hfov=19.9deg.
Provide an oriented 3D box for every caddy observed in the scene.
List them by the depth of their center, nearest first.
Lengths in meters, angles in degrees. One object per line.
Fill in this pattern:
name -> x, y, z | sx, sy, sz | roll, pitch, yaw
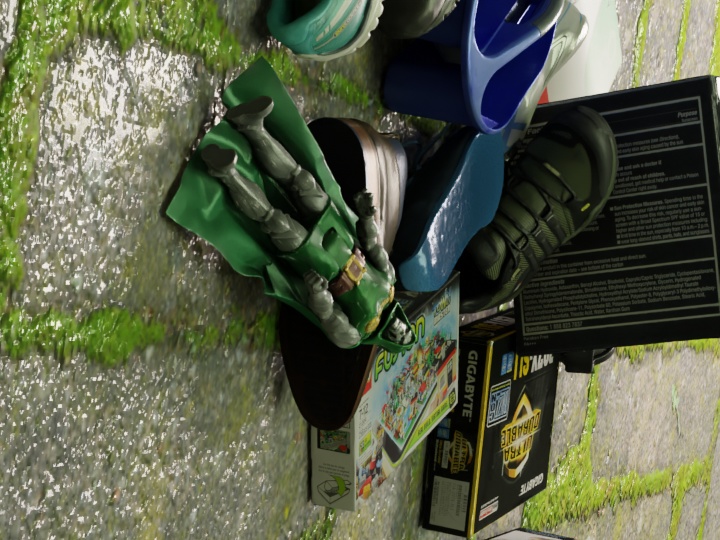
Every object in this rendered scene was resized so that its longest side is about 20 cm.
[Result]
caddy -> 0.089, -0.183, 1.443 | 0.200, 0.105, 0.142 | -56, 146, -47

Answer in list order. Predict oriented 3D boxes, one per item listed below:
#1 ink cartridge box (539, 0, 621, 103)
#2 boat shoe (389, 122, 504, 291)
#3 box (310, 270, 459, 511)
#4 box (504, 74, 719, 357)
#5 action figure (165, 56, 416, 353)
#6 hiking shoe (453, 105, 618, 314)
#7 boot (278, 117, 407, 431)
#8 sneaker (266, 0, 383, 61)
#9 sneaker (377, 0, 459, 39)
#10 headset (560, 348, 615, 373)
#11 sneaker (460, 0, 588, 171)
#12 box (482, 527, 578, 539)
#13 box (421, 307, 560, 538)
ink cartridge box -> 0.167, -0.179, 1.722 | 0.161, 0.050, 0.200 | 77, 28, -43
boat shoe -> 0.047, -0.054, 1.446 | 0.200, 0.068, 0.085 | -46, 131, -57
box -> 0.020, 0.080, 1.466 | 0.200, 0.035, 0.111 | -39, 134, -59
box -> 0.226, -0.041, 1.627 | 0.123, 0.199, 0.199 | -3, 87, -55
action figure -> -0.025, -0.016, 1.219 | 0.200, 0.055, 0.118 | 51, 61, -37
hiking shoe -> 0.122, -0.034, 1.544 | 0.101, 0.076, 0.200 | -35, 161, -54
boot -> 0.000, 0.000, 1.334 | 0.097, 0.074, 0.201 | -13, 108, -64
sneaker -> -0.015, -0.224, 1.218 | 0.080, 0.077, 0.201 | -6, 104, -59
sneaker -> 0.027, -0.251, 1.330 | 0.091, 0.076, 0.201 | 17, 75, -58
headset -> 0.215, 0.023, 1.850 | 0.200, 0.093, 0.124 | -65, 158, -78
sneaker -> 0.105, -0.132, 1.581 | 0.200, 0.072, 0.072 | -60, 180, -19
box -> 0.129, 0.295, 1.787 | 0.200, 0.060, 0.117 | 0, 98, -68
box -> 0.112, 0.120, 1.698 | 0.200, 0.049, 0.161 | -13, 108, -67
